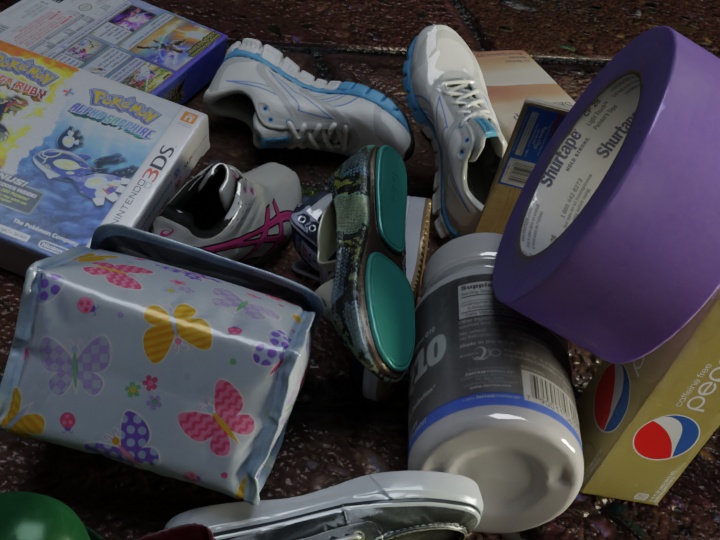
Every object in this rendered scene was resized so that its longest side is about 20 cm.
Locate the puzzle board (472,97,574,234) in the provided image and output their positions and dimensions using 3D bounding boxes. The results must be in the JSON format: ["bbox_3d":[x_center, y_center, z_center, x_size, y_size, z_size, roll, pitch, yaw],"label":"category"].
[{"bbox_3d":[0.173,-0.045,0.893,0.151,0.200,0.017,14,49,-2],"label":"puzzle board"}]

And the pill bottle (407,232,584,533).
[{"bbox_3d":[0.090,0.070,0.797,0.114,0.114,0.200,10,39,-5],"label":"pill bottle"}]

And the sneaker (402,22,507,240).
[{"bbox_3d":[0.094,-0.122,0.972,0.075,0.087,0.200,-11,81,-20],"label":"sneaker"}]

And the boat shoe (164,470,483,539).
[{"bbox_3d":[-0.018,0.173,0.687,0.200,0.072,0.071,-9,51,-11],"label":"boat shoe"}]

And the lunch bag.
[{"bbox_3d":[-0.118,0.048,0.735,0.170,0.127,0.200,17,7,1],"label":"lunch bag"}]

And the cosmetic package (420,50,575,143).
[{"bbox_3d":[0.151,-0.115,1.059,0.103,0.087,0.200,-9,45,-28],"label":"cosmetic package"}]

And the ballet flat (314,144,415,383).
[{"bbox_3d":[0.000,0.000,0.804,0.074,0.074,0.200,9,50,-7],"label":"ballet flat"}]

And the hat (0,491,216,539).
[{"bbox_3d":[-0.184,0.131,0.581,0.200,0.176,0.166,2,39,-12],"label":"hat"}]

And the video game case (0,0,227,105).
[{"bbox_3d":[-0.250,-0.194,1.059,0.181,0.045,0.200,23,40,11],"label":"video game case"}]

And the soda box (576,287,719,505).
[{"bbox_3d":[0.211,0.067,0.767,0.064,0.200,0.068,12,38,-15],"label":"soda box"}]

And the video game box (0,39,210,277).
[{"bbox_3d":[-0.246,-0.083,0.898,0.200,0.047,0.182,20,52,7],"label":"video game box"}]

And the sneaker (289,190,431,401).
[{"bbox_3d":[-0.011,0.013,0.872,0.108,0.070,0.200,9,45,5],"label":"sneaker"}]

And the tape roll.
[{"bbox_3d":[0.172,-0.047,0.729,0.085,0.200,0.200,28,38,-8],"label":"tape roll"}]

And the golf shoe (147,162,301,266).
[{"bbox_3d":[-0.097,-0.046,0.894,0.073,0.092,0.200,25,35,12],"label":"golf shoe"}]

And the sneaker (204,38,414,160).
[{"bbox_3d":[-0.050,-0.132,1.031,0.200,0.075,0.087,23,54,13],"label":"sneaker"}]
